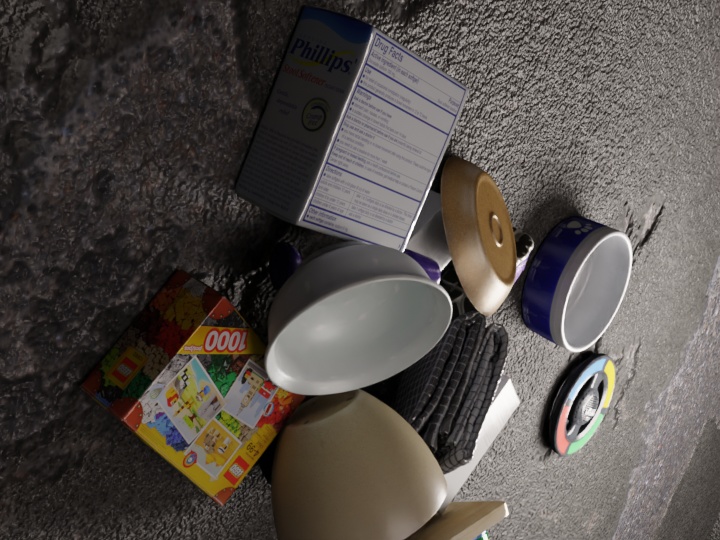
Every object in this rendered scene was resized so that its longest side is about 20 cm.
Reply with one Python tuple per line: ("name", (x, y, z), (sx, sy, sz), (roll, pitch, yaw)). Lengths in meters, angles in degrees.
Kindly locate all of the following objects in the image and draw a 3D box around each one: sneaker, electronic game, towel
("sneaker", (0.174, 0.025, 1.325), (0.199, 0.080, 0.084), (-38, 142, -31))
("electronic game", (0.406, 0.245, 1.759), (0.199, 0.041, 0.203), (-28, 131, -38))
("towel", (0.096, 0.162, 1.217), (0.202, 0.085, 0.166), (-64, -171, -31))

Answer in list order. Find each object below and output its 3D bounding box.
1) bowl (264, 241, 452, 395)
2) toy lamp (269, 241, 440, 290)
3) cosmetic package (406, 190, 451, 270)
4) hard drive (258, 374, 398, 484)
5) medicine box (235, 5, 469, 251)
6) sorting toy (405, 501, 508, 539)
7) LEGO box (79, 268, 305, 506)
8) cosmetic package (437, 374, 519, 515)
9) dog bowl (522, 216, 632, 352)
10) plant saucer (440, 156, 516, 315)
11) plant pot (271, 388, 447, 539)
("bowl", (-0.012, 0.035, 0.978), (0.198, 0.091, 0.202), (-14, 147, -10))
("toy lamp", (0.000, 0.000, 1.067), (0.197, 0.058, 0.059), (3, 110, -32))
("cosmetic package", (0.041, -0.001, 1.169), (0.200, 0.050, 0.083), (-46, 134, -23))
("hard drive", (-0.039, 0.181, 1.187), (0.198, 0.042, 0.137), (-5, 115, -49))
("medicine box", (-0.005, -0.136, 0.993), (0.181, 0.102, 0.203), (16, 98, -52))
("sorting toy", (0.077, 0.386, 1.311), (0.198, 0.197, 0.071), (-17, 91, -43))
("LEGO box", (-0.162, 0.122, 0.977), (0.150, 0.077, 0.201), (-52, 141, -16))
("cosmetic package", (0.121, 0.221, 1.349), (0.201, 0.107, 0.085), (-51, 145, -13))
("dog bowl", (0.342, 0.021, 1.521), (0.199, 0.078, 0.203), (-27, 130, -38))
("plant saucer", (0.155, -0.047, 1.200), (0.200, 0.035, 0.203), (42, 42, -52))
("plant pot", (-0.018, 0.210, 1.061), (0.199, 0.199, 0.136), (-30, 104, -36))
